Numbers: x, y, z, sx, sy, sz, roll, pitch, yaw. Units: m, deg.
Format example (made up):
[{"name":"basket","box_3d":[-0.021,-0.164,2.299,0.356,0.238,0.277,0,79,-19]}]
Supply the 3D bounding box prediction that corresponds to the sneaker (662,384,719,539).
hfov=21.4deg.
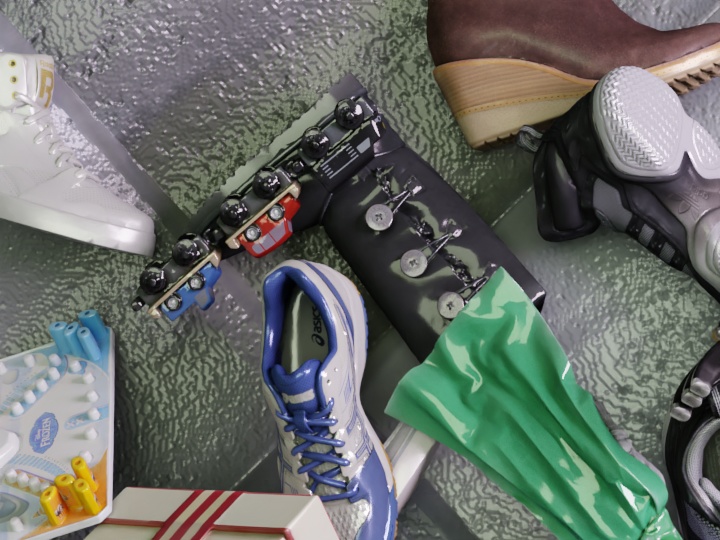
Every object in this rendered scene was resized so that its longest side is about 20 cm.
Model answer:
[{"name":"sneaker","box_3d":[0.231,0.164,1.145,0.075,0.114,0.202,-15,79,3]}]

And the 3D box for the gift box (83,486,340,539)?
[{"name":"gift box","box_3d":[-0.087,0.242,1.092,0.183,0.201,0.187,2,35,39]}]

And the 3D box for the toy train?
[{"name":"toy train","box_3d":[-0.064,-0.033,1.202,0.200,0.034,0.046,-40,98,7]}]

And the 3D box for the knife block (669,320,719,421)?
[{"name":"knife block","box_3d":[0.254,0.032,1.132,0.064,0.200,0.176,41,92,11]}]

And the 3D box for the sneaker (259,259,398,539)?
[{"name":"sneaker","box_3d":[-0.031,0.091,1.153,0.075,0.088,0.202,-15,74,16]}]

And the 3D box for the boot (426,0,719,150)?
[{"name":"boot","box_3d":[0.136,-0.181,1.242,0.198,0.072,0.168,-15,81,9]}]

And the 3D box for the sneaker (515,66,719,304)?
[{"name":"sneaker","box_3d":[0.184,-0.035,1.213,0.200,0.113,0.076,50,48,-18]}]

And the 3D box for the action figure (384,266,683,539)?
[{"name":"action figure","box_3d":[0.120,0.108,1.145,0.200,0.055,0.118,45,109,22]}]

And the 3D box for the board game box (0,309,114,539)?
[{"name":"board game box","box_3d":[-0.253,0.113,1.200,0.198,0.201,0.026,-18,123,5]}]

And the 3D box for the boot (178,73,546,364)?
[{"name":"boot","box_3d":[0.001,-0.001,1.242,0.165,0.066,0.200,-42,86,7]}]

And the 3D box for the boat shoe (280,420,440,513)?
[{"name":"boat shoe","box_3d":[-0.023,0.160,1.215,0.068,0.072,0.201,38,97,9]}]

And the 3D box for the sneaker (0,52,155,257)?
[{"name":"sneaker","box_3d":[-0.215,-0.086,1.273,0.198,0.074,0.117,19,87,11]}]
